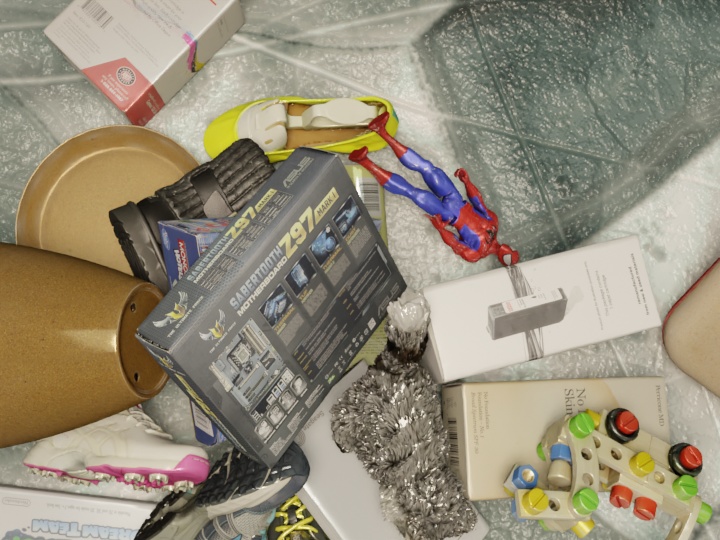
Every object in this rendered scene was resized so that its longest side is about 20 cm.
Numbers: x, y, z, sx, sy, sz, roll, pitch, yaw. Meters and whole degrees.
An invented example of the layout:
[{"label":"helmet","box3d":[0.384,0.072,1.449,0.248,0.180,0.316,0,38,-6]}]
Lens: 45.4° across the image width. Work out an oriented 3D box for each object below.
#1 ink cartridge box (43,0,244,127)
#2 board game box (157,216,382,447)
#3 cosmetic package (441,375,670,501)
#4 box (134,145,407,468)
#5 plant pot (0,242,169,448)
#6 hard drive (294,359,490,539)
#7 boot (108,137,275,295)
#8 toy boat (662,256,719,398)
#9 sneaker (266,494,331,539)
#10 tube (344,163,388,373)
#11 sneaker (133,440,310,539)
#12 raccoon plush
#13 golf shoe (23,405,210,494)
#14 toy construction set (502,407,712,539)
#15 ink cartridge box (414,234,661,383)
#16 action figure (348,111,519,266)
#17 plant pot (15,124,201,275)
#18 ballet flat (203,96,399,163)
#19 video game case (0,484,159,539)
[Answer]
[{"label":"ink cartridge box","box3d":[-0.196,-0.256,0.852,0.116,0.068,0.200,43,84,4]},{"label":"board game box","box3d":[-0.064,0.029,0.755,0.198,0.061,0.203,-24,119,-38]},{"label":"cosmetic package","box3d":[0.179,0.152,0.793,0.196,0.073,0.106,-2,81,-11]},{"label":"box","box3d":[-0.059,0.029,0.676,0.051,0.159,0.201,18,61,40]},{"label":"plant pot","box3d":[-0.263,0.061,0.714,0.196,0.186,0.190,-3,81,18]},{"label":"hard drive","box3d":[0.019,0.199,0.781,0.131,0.027,0.201,-37,89,-37]},{"label":"boot","box3d":[-0.119,0.001,0.794,0.156,0.079,0.214,-28,107,-25]},{"label":"toy boat","box3d":[0.385,0.023,0.814,0.130,0.131,0.201,35,124,3]},{"label":"sneaker","box3d":[-0.054,0.222,0.781,0.073,0.085,0.203,-16,83,-5]},{"label":"tube","box3d":[0.000,0.000,0.837,0.051,0.057,0.204,-1,87,-46]},{"label":"sneaker","box3d":[-0.105,0.210,0.741,0.199,0.078,0.086,-34,109,31]},{"label":"raccoon plush","box3d":[0.042,0.135,0.691,0.096,0.202,0.134,-23,51,-18]},{"label":"golf shoe","box3d":[-0.214,0.146,0.763,0.197,0.075,0.093,-1,65,27]},{"label":"toy construction set","box3d":[0.216,0.192,0.710,0.199,0.092,0.132,37,53,-13]},{"label":"ink cartridge box","box3d":[0.147,0.041,0.785,0.196,0.144,0.085,-13,82,-4]},{"label":"action figure","box3d":[0.081,-0.066,0.826,0.199,0.051,0.066,38,68,-21]},{"label":"plant pot","box3d":[-0.234,-0.040,0.840,0.196,0.028,0.204,0,81,-2]},{"label":"ballet flat","box3d":[-0.059,-0.144,0.842,0.196,0.067,0.068,-5,83,-3]},{"label":"video game case","box3d":[-0.272,0.300,0.791,0.196,0.024,0.186,7,82,-2]}]
